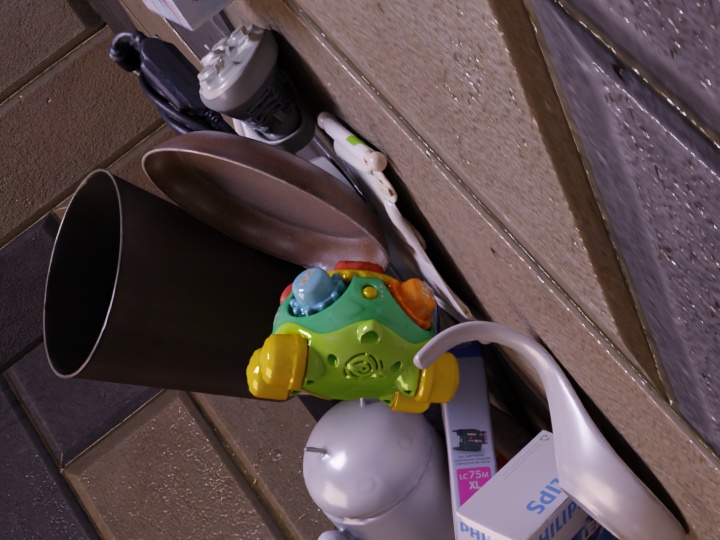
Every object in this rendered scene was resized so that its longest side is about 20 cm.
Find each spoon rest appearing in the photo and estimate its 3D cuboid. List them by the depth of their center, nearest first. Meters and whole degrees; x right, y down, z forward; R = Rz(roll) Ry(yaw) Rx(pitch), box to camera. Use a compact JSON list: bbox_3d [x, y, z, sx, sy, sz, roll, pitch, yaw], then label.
[{"bbox_3d":[0.126,0.098,1.068,0.200,0.061,0.099,40,176,4],"label":"spoon rest"}]

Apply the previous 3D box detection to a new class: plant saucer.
[{"bbox_3d":[-0.065,-0.052,1.271,0.199,0.032,0.200,22,164,7],"label":"plant saucer"}]

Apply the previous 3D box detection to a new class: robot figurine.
[{"bbox_3d":[0.027,0.178,1.404,0.112,0.170,0.200,8,145,44],"label":"robot figurine"}]

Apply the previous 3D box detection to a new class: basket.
[{"bbox_3d":[-0.135,0.029,1.376,0.199,0.136,0.182,19,-135,-29],"label":"basket"}]

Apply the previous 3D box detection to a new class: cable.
[{"bbox_3d":[-0.126,-0.111,1.404,0.200,0.051,0.163,45,173,8],"label":"cable"}]

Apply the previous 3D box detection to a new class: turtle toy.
[{"bbox_3d":[-0.009,0.048,1.275,0.200,0.144,0.102,141,135,-75],"label":"turtle toy"}]

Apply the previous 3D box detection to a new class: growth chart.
[{"bbox_3d":[0.030,-0.030,1.236,0.201,0.018,0.145,56,176,-32],"label":"growth chart"}]

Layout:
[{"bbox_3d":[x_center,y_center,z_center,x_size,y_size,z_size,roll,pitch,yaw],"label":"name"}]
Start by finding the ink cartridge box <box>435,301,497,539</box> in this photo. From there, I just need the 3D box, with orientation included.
[{"bbox_3d":[0.083,0.136,1.308,0.120,0.042,0.201,83,180,-50],"label":"ink cartridge box"}]

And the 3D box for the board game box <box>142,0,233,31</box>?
[{"bbox_3d":[-0.166,-0.257,1.126,0.201,0.041,0.199,56,174,-19],"label":"board game box"}]

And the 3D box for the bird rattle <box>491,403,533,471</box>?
[{"bbox_3d":[0.104,0.166,1.517,0.200,0.113,0.163,51,158,-7],"label":"bird rattle"}]

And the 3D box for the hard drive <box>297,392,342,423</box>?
[{"bbox_3d":[-0.023,0.045,1.541,0.135,0.042,0.202,59,-150,-57],"label":"hard drive"}]

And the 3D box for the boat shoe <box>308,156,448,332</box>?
[{"bbox_3d":[0.000,-0.001,1.437,0.201,0.071,0.070,53,176,14],"label":"boat shoe"}]

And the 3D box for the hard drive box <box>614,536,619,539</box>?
[{"bbox_3d":[0.180,0.233,1.338,0.156,0.077,0.200,53,175,3],"label":"hard drive box"}]

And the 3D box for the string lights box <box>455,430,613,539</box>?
[{"bbox_3d":[0.124,0.222,1.165,0.059,0.103,0.202,20,131,36],"label":"string lights box"}]

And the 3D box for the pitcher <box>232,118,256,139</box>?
[{"bbox_3d":[-0.101,-0.074,1.788,0.200,0.120,0.173,110,144,-73],"label":"pitcher"}]

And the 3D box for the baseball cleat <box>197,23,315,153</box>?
[{"bbox_3d":[-0.069,-0.131,1.269,0.107,0.070,0.200,48,-173,-13],"label":"baseball cleat"}]
